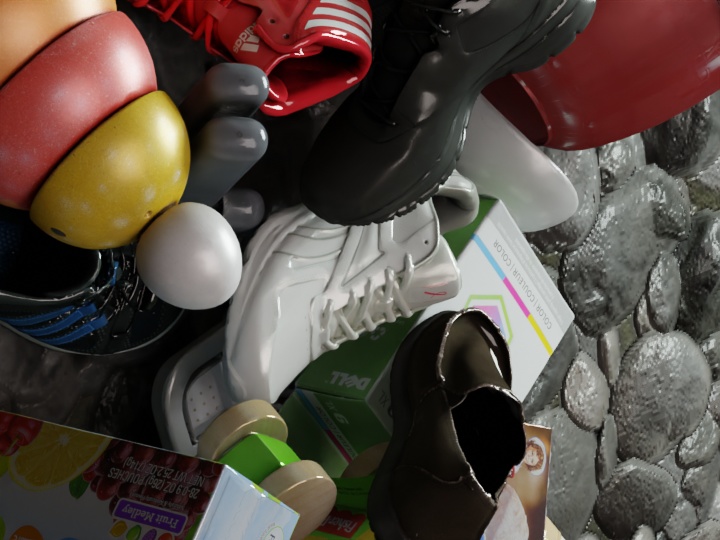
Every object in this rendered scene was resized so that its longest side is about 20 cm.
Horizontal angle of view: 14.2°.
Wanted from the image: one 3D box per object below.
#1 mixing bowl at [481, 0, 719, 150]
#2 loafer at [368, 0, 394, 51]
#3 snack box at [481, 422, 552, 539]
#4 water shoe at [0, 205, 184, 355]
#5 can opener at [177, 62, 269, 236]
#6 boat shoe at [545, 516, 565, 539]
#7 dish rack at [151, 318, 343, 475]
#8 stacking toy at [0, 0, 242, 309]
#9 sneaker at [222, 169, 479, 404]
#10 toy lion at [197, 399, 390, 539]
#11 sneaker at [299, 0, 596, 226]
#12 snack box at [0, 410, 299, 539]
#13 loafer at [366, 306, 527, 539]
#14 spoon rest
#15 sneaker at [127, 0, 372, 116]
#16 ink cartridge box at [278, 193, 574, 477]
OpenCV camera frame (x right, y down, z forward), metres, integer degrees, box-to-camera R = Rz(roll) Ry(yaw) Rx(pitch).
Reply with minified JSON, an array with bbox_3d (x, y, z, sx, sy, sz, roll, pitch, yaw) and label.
[{"bbox_3d":[0.108,-0.140,1.632,0.108,0.200,0.200,-46,127,-12],"label":"mixing bowl"},{"bbox_3d":[0.005,-0.182,1.570,0.072,0.063,0.201,-20,101,-12],"label":"loafer"},{"bbox_3d":[0.069,0.185,1.665,0.072,0.024,0.201,12,78,-32],"label":"snack box"},{"bbox_3d":[-0.149,0.005,1.459,0.199,0.079,0.072,14,87,-45],"label":"water shoe"},{"bbox_3d":[-0.067,-0.056,1.461,0.066,0.200,0.054,5,77,-15],"label":"can opener"},{"bbox_3d":[0.052,0.212,1.710,0.200,0.074,0.069,-34,105,-35],"label":"boat shoe"},{"bbox_3d":[-0.041,0.103,1.611,0.171,0.043,0.201,-35,120,-37],"label":"dish rack"},{"bbox_3d":[-0.130,-0.060,1.365,0.200,0.146,0.146,47,54,10],"label":"stacking toy"},{"bbox_3d":[0.000,0.000,1.526,0.200,0.099,0.078,-56,159,-33],"label":"sneaker"},{"bbox_3d":[-0.049,0.172,1.514,0.192,0.069,0.200,-51,145,12],"label":"toy lion"},{"bbox_3d":[0.034,-0.112,1.500,0.200,0.076,0.091,-50,146,-9],"label":"sneaker"},{"bbox_3d":[-0.146,0.165,1.403,0.068,0.199,0.169,37,71,-41],"label":"snack box"},{"bbox_3d":[0.058,0.083,1.489,0.073,0.071,0.200,49,28,-23],"label":"loafer"},{"bbox_3d":[0.046,-0.084,1.641,0.200,0.099,0.061,36,72,-31],"label":"spoon rest"},{"bbox_3d":[-0.078,-0.145,1.440,0.199,0.116,0.079,12,122,-20],"label":"sneaker"},{"bbox_3d":[0.030,0.064,1.604,0.200,0.059,0.104,-55,131,-25],"label":"ink cartridge box"}]
